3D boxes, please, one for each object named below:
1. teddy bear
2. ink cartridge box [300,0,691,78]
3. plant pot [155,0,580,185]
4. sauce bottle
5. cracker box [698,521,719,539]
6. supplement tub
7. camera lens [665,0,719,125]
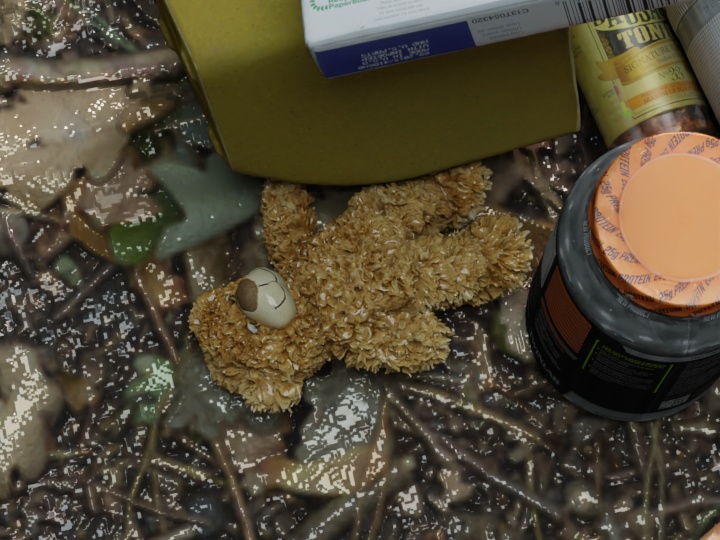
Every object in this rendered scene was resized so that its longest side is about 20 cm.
[{"bbox_3d":[0.000,0.000,1.634,0.200,0.067,0.145,-11,72,-8],"label":"teddy bear"},{"bbox_3d":[0.061,-0.208,1.485,0.196,0.043,0.200,-11,60,10],"label":"ink cartridge box"},{"bbox_3d":[-0.012,-0.161,1.605,0.200,0.196,0.194,-23,60,-5],"label":"plant pot"},{"bbox_3d":[0.140,-0.154,1.692,0.066,0.066,0.200,-22,77,-10],"label":"sauce bottle"},{"bbox_3d":[0.169,0.249,1.574,0.200,0.058,0.134,-40,80,-14],"label":"cracker box"},{"bbox_3d":[0.160,0.002,1.575,0.122,0.200,0.123,1,73,-4],"label":"supplement tub"},{"bbox_3d":[0.267,-0.135,1.645,0.160,0.160,0.200,-21,75,-10],"label":"camera lens"}]
